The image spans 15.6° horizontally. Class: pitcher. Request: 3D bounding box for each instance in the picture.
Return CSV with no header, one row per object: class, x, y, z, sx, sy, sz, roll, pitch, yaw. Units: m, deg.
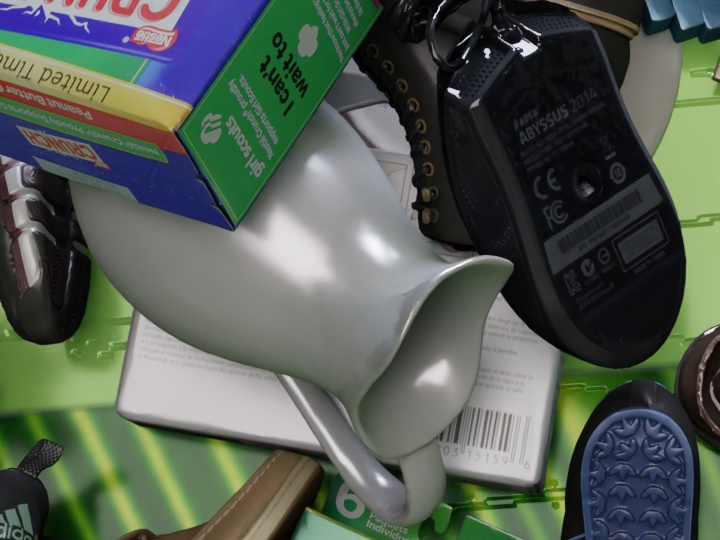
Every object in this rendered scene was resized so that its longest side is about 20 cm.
pitcher,-0.033,0.009,1.133,0.121,0.172,0.200,-32,55,-32

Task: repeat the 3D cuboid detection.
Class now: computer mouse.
computer mouse,0.076,-0.054,1.103,0.138,0.053,0.201,-27,102,-35

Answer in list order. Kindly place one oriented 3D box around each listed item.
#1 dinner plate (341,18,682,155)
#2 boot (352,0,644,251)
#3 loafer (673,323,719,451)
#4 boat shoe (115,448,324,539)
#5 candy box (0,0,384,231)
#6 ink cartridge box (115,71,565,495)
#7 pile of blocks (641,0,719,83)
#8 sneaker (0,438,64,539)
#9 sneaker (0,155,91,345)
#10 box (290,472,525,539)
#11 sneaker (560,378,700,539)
dinner plate,0.051,-0.105,1.229,0.199,0.024,0.202,-1,80,9
boot,0.016,-0.079,1.157,0.199,0.077,0.139,11,88,7
loafer,0.237,0.059,1.150,0.199,0.071,0.074,10,82,9
boat shoe,-0.098,0.149,1.181,0.064,0.071,0.200,43,89,11
candy box,-0.074,-0.132,1.084,0.168,0.077,0.201,18,67,34
ink cartridge box,0.000,0.000,1.207,0.199,0.044,0.175,9,81,9
pile of blocks,0.168,-0.132,1.183,0.199,0.062,0.083,17,79,2
sneaker,-0.162,0.139,1.145,0.078,0.200,0.140,38,78,-33
sneaker,-0.198,-0.047,1.234,0.115,0.076,0.201,-16,68,10
box,0.000,0.196,1.173,0.117,0.048,0.201,22,83,10
sneaker,0.118,0.147,1.159,0.070,0.078,0.201,9,103,7
